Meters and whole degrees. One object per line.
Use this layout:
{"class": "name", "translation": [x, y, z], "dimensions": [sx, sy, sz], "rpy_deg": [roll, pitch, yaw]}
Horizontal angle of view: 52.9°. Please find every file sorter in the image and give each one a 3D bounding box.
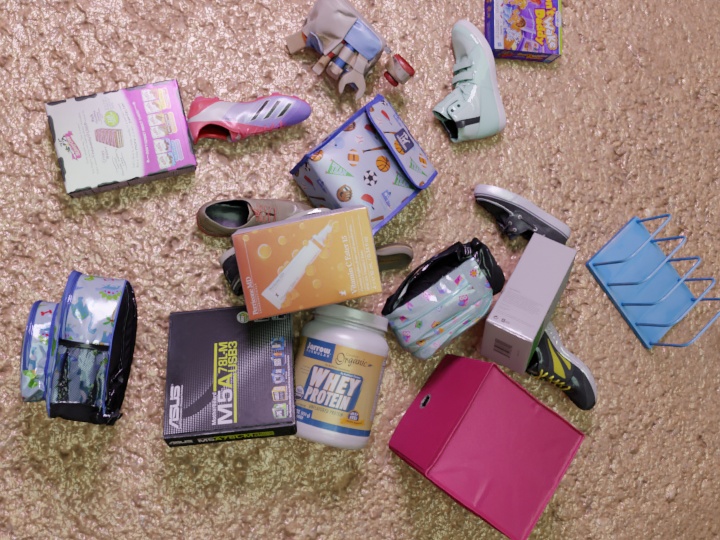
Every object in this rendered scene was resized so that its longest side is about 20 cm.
{"class": "file sorter", "translation": [0.534, 0.020, 1.290], "dimensions": [0.138, 0.123, 0.201], "rpy_deg": [-40, 97, -12]}

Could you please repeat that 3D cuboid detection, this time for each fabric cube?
{"class": "fabric cube", "translation": [0.191, 0.273, 1.150], "dimensions": [0.199, 0.199, 0.198], "rpy_deg": [38, 80, -9]}

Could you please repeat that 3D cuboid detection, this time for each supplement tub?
{"class": "supplement tub", "translation": [-0.036, 0.161, 1.126], "dimensions": [0.142, 0.144, 0.205], "rpy_deg": [14, 84, -13]}

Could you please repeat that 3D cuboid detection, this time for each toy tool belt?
{"class": "toy tool belt", "translation": [-0.019, -0.349, 1.185], "dimensions": [0.200, 0.125, 0.123], "rpy_deg": [43, 110, -5]}

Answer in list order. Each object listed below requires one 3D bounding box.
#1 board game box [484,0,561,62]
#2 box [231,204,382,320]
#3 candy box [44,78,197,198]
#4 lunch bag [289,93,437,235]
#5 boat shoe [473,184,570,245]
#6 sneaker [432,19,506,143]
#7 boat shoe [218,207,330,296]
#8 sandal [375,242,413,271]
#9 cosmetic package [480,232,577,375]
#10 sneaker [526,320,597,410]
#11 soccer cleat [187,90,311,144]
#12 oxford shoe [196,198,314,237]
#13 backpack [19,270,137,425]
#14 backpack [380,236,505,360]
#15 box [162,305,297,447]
{"class": "board game box", "translation": [0.290, -0.484, 1.293], "dimensions": [0.131, 0.045, 0.205], "rpy_deg": [0, 87, -14]}
{"class": "box", "translation": [-0.076, -0.015, 1.054], "dimensions": [0.195, 0.098, 0.127], "rpy_deg": [-12, 98, -3]}
{"class": "candy box", "translation": [-0.362, -0.201, 1.105], "dimensions": [0.196, 0.061, 0.140], "rpy_deg": [-14, 91, -15]}
{"class": "lunch bag", "translation": [0.016, -0.167, 1.171], "dimensions": [0.199, 0.123, 0.171], "rpy_deg": [-41, 99, -23]}
{"class": "boat shoe", "translation": [0.276, -0.081, 1.262], "dimensions": [0.197, 0.070, 0.067], "rpy_deg": [27, 79, -19]}
{"class": "sneaker", "translation": [0.170, -0.321, 1.236], "dimensions": [0.116, 0.074, 0.204], "rpy_deg": [-21, 95, -21]}
{"class": "boat shoe", "translation": [-0.122, -0.029, 1.133], "dimensions": [0.197, 0.072, 0.068], "rpy_deg": [-29, 61, 0]}
{"class": "sandal", "translation": [0.000, 0.000, 1.174], "dimensions": [0.196, 0.081, 0.055], "rpy_deg": [-8, 66, -19]}
{"class": "cosmetic package", "translation": [0.276, 0.052, 1.190], "dimensions": [0.084, 0.109, 0.201], "rpy_deg": [24, 59, 20]}
{"class": "sneaker", "translation": [0.325, 0.168, 1.249], "dimensions": [0.084, 0.074, 0.201], "rpy_deg": [-37, 87, -30]}
{"class": "soccer cleat", "translation": [-0.175, -0.237, 1.147], "dimensions": [0.195, 0.067, 0.078], "rpy_deg": [-1, 69, -9]}
{"class": "oxford shoe", "translation": [-0.158, -0.080, 1.142], "dimensions": [0.195, 0.075, 0.072], "rpy_deg": [-4, 87, -16]}
{"class": "backpack", "translation": [-0.394, 0.105, 1.019], "dimensions": [0.144, 0.183, 0.205], "rpy_deg": [10, 79, -14]}
{"class": "backpack", "translation": [0.132, 0.046, 1.171], "dimensions": [0.199, 0.167, 0.128], "rpy_deg": [-37, 85, -1]}
{"class": "box", "translation": [-0.192, 0.150, 1.074], "dimensions": [0.188, 0.048, 0.204], "rpy_deg": [-3, 59, -3]}
